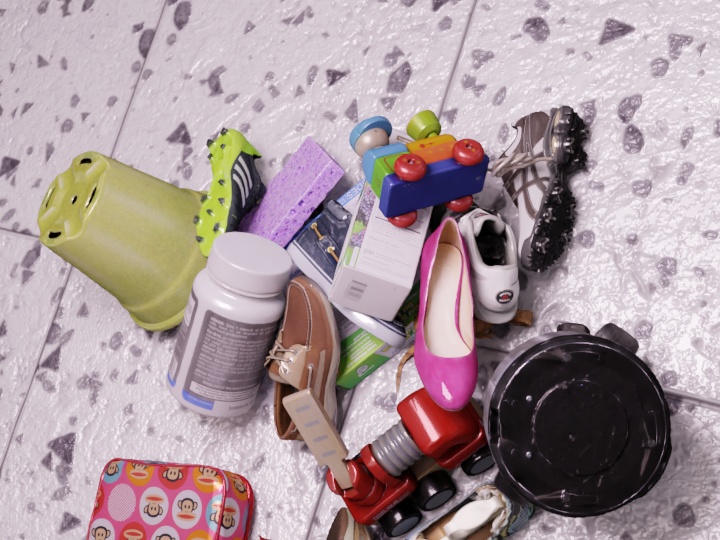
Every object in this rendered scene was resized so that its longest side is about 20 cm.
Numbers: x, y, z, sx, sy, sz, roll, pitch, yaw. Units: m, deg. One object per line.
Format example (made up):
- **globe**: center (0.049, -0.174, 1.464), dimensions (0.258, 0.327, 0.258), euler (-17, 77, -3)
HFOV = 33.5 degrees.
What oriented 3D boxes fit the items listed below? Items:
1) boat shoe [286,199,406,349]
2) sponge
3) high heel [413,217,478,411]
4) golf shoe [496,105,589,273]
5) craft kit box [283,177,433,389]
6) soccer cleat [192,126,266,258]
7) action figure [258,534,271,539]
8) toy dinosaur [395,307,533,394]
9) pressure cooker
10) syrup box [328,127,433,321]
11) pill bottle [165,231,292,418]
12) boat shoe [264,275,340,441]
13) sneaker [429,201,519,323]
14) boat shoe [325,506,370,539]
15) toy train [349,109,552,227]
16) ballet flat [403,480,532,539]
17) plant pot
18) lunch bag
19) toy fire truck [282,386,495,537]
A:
- **boat shoe**: center (0.000, 0.000, 1.367), dimensions (0.200, 0.071, 0.091), euler (43, 98, 33)
- **sponge**: center (-0.105, -0.070, 1.493), dimensions (0.200, 0.030, 0.112), euler (-49, 28, 6)
- **high heel**: center (0.093, 0.043, 1.228), dimensions (0.067, 0.096, 0.200), euler (5, 47, 1)
- **golf shoe**: center (0.194, -0.089, 1.342), dimensions (0.094, 0.078, 0.201), euler (2, 64, 32)
- **craft kit box**: center (0.009, 0.004, 1.427), dimensions (0.200, 0.048, 0.198), euler (-38, 57, 13)
- **soccer cleat**: center (-0.156, -0.091, 1.482), dimensions (0.067, 0.081, 0.200), euler (-28, 43, 34)
- **action figure**: center (-0.068, 0.364, 1.320), dimensions (0.200, 0.099, 0.065), euler (40, 94, 35)
- **toy dinosaur**: center (0.093, 0.068, 1.301), dimensions (0.106, 0.200, 0.061), euler (-1, 109, 66)
- **pressure cooker**: center (0.209, 0.143, 1.187), dimensions (0.175, 0.200, 0.179), euler (-11, 88, 3)
- **syrup box**: center (0.032, -0.054, 1.327), dimensions (0.081, 0.079, 0.200), euler (19, 57, -5)
- **pill bottle**: center (-0.153, 0.063, 1.411), dimensions (0.114, 0.114, 0.200), euler (38, 121, 33)
- **boat shoe**: center (-0.069, 0.107, 1.364), dimensions (0.076, 0.072, 0.201), euler (20, 118, 54)
- **sneaker**: center (0.133, -0.043, 1.325), dimensions (0.074, 0.089, 0.200), euler (-9, 46, -17)
- **boat shoe**: center (0.001, 0.335, 1.278), dimensions (0.200, 0.076, 0.072), euler (-91, 18, -60)
- **toy train**: center (0.094, -0.130, 1.299), dimensions (0.199, 0.085, 0.116), euler (-17, 52, -22)
- **ballet flat**: center (0.091, 0.286, 1.273), dimensions (0.200, 0.074, 0.074), euler (-41, 59, 11)
- **plant pot**: center (-0.294, -0.050, 1.496), dimensions (0.200, 0.184, 0.201), euler (-25, 50, 33)
- **lunch bag**: center (-0.232, 0.317, 1.424), dimensions (0.199, 0.082, 0.177), euler (2, 75, 28)
- **toy fire truck**: center (0.026, 0.178, 1.265), dimensions (0.176, 0.200, 0.129), euler (-40, 60, 12)
